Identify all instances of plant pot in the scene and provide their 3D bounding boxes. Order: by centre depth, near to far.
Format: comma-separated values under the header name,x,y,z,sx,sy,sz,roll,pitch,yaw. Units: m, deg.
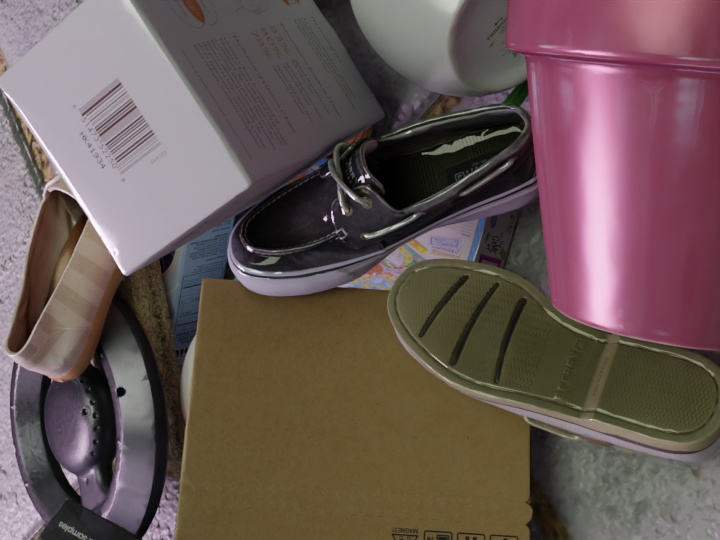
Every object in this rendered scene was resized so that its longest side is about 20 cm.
name,x,y,z,sx,sy,sz,roll,pitch,yaw
plant pot,0.167,-0.064,0.587,0.199,0.199,0.180,14,106,40

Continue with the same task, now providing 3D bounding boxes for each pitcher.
name,x,y,z,sx,sy,sz,roll,pitch,yaw
pitcher,0.058,-0.211,0.747,0.172,0.121,0.200,-48,43,10

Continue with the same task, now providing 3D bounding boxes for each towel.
name,x,y,z,sx,sy,sz,roll,pitch,yaw
towel,-0.181,0.057,0.885,0.148,0.036,0.201,-10,92,51

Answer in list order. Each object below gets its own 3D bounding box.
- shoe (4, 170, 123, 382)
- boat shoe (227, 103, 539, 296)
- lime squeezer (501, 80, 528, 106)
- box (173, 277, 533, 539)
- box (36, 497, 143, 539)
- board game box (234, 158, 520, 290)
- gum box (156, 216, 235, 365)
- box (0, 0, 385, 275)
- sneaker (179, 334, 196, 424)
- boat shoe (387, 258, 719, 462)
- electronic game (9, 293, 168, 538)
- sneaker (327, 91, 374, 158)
name,x,y,z,sx,sy,sz,roll,pitch,yaw
shoe,-0.187,-0.026,0.799,0.070,0.053,0.201,10,81,40
boat shoe,0.009,-0.049,0.671,0.199,0.071,0.072,-22,61,8
lime squeezer,0.042,-0.058,0.738,0.199,0.038,0.071,-34,16,11
box,0.000,0.089,0.684,0.198,0.021,0.165,4,70,0
box,-0.098,0.207,0.710,0.142,0.200,0.036,24,70,17
board game box,0.000,0.000,0.797,0.199,0.034,0.135,18,93,40
gum box,-0.158,-0.057,0.887,0.170,0.044,0.201,39,128,37
box,-0.086,-0.098,0.680,0.097,0.200,0.125,-32,93,27
sneaker,-0.066,0.127,0.796,0.080,0.070,0.202,-33,67,50
boat shoe,0.104,0.056,0.653,0.199,0.068,0.075,24,74,28
electronic game,-0.199,0.108,0.858,0.199,0.041,0.202,3,94,47
sneaker,-0.078,-0.136,0.862,0.199,0.077,0.079,19,95,41
